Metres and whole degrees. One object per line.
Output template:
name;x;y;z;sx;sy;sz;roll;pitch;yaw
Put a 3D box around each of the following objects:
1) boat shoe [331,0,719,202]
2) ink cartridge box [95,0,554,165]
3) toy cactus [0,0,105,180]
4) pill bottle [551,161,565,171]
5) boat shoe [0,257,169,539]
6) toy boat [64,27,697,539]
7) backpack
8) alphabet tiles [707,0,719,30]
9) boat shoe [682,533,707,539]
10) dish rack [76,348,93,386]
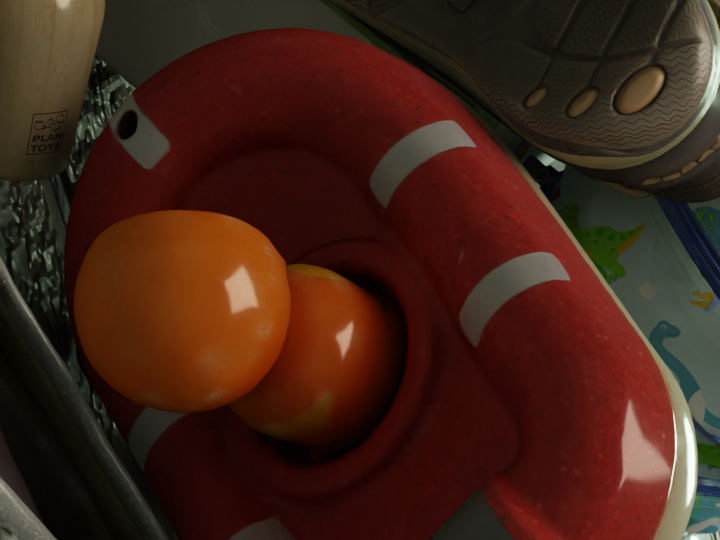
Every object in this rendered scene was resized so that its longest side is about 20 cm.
boat shoe;0.038;-0.077;0.784;0.073;0.074;0.200;46;4;-46
ink cartridge box;0.015;-0.080;0.899;0.117;0.067;0.200;40;28;12
toy cactus;-0.080;-0.105;0.738;0.200;0.102;0.165;-20;122;-50
pill bottle;0.072;-0.133;1.176;0.200;0.113;0.113;-83;153;-45
boat shoe;-0.096;0.024;0.677;0.074;0.065;0.202;-65;139;-60
toy boat;-0.018;0.018;0.689;0.131;0.131;0.200;27;22;-46
backpack;0.124;-0.001;0.856;0.163;0.154;0.200;57;4;-3
alphabet tiles;0.145;-0.063;0.835;0.200;0.006;0.167;16;30;-53
boat shoe;0.073;0.051;0.932;0.200;0.068;0.057;-99;-173;-73
dish rack;0.000;0.000;0.886;0.153;0.055;0.200;30;28;-13
